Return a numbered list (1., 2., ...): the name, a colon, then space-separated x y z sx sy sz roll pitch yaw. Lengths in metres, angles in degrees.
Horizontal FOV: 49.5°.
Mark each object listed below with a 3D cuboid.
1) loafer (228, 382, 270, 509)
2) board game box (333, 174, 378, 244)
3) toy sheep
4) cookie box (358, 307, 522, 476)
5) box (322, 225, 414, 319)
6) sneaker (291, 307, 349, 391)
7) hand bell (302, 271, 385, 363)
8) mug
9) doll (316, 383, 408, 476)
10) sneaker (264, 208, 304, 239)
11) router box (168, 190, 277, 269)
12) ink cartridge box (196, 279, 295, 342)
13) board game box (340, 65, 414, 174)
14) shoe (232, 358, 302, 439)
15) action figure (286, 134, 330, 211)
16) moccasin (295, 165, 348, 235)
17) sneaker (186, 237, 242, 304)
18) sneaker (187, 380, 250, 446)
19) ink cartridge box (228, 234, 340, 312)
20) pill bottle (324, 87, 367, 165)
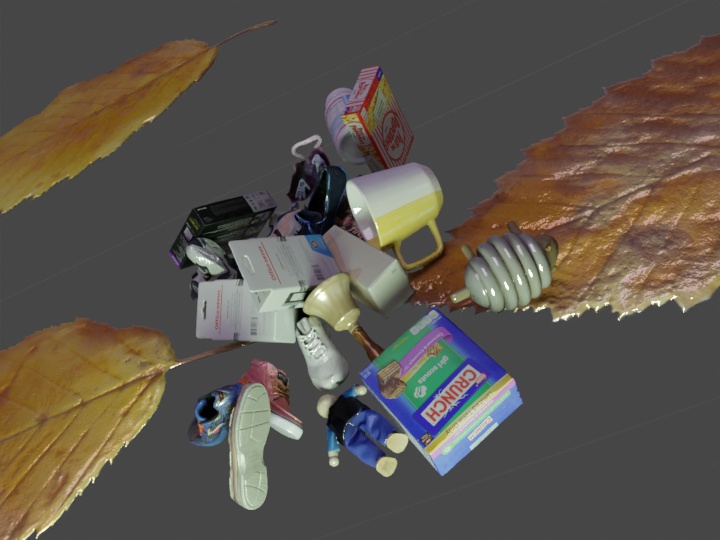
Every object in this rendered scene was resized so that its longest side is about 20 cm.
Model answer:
1. loafer: -0.191 0.283 1.272 0.062 0.071 0.203 -1 87 43
2. board game box: 0.009 -0.111 1.605 0.135 0.035 0.200 -42 41 -9
3. toy sheep: 0.235 0.001 1.276 0.198 0.139 0.138 -29 40 0
4. cookie box: 0.121 0.181 1.209 0.171 0.075 0.200 -40 46 -8
5. box: 0.000 0.000 1.459 0.078 0.095 0.199 -44 40 -14
6. sneaker: -0.083 0.134 1.389 0.074 0.087 0.201 -34 41 0
7. hand bell: -0.001 0.111 1.341 0.104 0.104 0.200 -38 70 -6
8. mug: 0.077 -0.112 1.474 0.152 0.189 0.149 -25 22 -12
9. doll: -0.012 0.253 1.250 0.199 0.048 0.138 28 93 50
10. sneaker: -0.155 -0.060 1.636 0.079 0.074 0.202 -14 45 18
11. router box: -0.287 -0.086 1.631 0.051 0.199 0.149 53 131 15
12. ink cartridge box: -0.220 0.077 1.501 0.198 0.066 0.118 -1 83 33
13. board game box: 0.040 -0.301 1.641 0.046 0.201 0.153 -3 50 30
14. shoe: -0.152 0.219 1.364 0.199 0.072 0.091 17 67 48
15. action figure: -0.116 -0.206 1.693 0.132 0.151 0.200 -18 10 4
16. moccasin: -0.092 -0.120 1.585 0.080 0.068 0.203 23 102 36
17. sneaker: -0.315 0.014 1.590 0.129 0.199 0.080 -36 66 13
18. sneaker: -0.258 0.246 1.351 0.200 0.078 0.076 -47 51 39
19. ink cartridge box: -0.141 0.004 1.388 0.067 0.198 0.117 -54 53 41
20. pill bottle: -0.022 -0.336 1.786 0.108 0.109 0.201 -27 40 7
